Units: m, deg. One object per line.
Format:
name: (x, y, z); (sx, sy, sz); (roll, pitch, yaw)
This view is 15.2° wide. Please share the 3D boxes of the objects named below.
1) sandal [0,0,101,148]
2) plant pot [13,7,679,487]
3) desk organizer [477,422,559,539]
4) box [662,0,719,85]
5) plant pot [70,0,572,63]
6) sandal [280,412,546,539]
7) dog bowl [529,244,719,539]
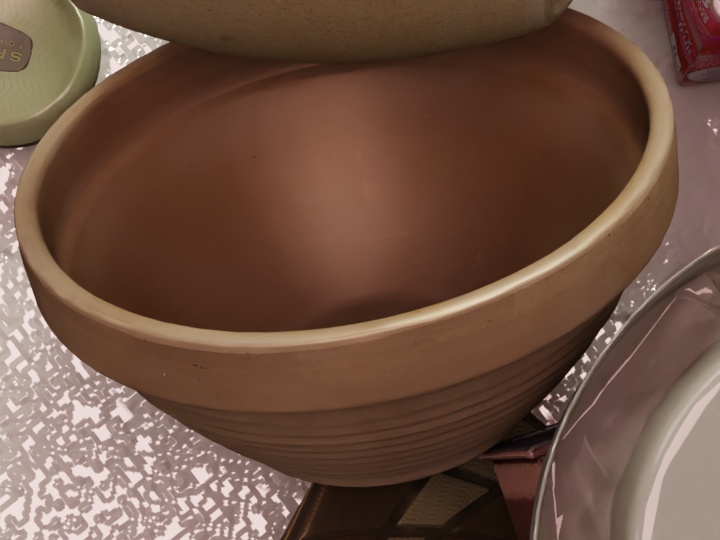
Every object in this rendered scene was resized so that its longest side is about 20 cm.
sandal: (-0.183, -0.091, 0.875); (0.199, 0.057, 0.080); (8, 82, 1)
plant pot: (0.000, 0.000, 0.826); (0.199, 0.201, 0.093); (-10, 123, -1)
desk organizer: (0.147, 0.059, 0.835); (0.199, 0.072, 0.078); (-19, 89, -11)
box: (0.135, -0.170, 0.866); (0.095, 0.100, 0.202); (-9, 82, -1)
plant pot: (0.015, -0.142, 0.802); (0.134, 0.200, 0.201); (25, 83, 11)
sandal: (-0.006, 0.121, 0.845); (0.082, 0.055, 0.201); (36, 69, -14)
dog bowl: (0.138, 0.082, 0.767); (0.198, 0.059, 0.202); (1, 87, -11)
